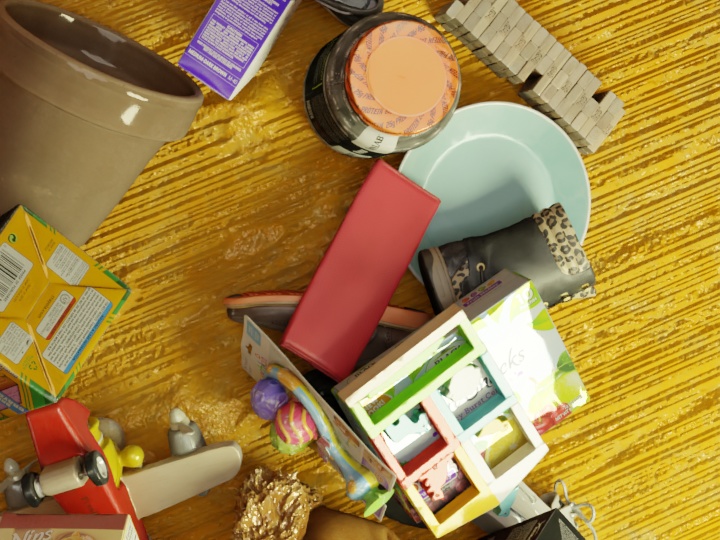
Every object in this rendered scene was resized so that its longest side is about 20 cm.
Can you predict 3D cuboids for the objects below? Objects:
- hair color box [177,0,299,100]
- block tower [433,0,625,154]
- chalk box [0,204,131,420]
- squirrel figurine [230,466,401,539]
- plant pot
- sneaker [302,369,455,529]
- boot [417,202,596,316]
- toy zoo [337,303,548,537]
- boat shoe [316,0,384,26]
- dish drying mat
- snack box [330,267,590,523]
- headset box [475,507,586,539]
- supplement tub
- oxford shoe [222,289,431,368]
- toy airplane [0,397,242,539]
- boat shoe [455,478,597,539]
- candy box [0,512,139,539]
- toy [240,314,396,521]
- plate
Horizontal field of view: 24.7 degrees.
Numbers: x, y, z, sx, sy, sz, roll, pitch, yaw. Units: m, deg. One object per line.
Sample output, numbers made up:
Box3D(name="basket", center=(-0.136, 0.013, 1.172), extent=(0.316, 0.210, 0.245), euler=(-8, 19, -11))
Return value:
Box3D(name="hair color box", center=(-0.078, -0.259, 1.461), extent=(0.065, 0.109, 0.200), euler=(35, 113, -4))
Box3D(name="block tower", center=(0.165, -0.198, 1.576), extent=(0.200, 0.054, 0.058), euler=(40, 84, -9))
Box3D(name="chalk box", center=(-0.311, 0.044, 1.421), extent=(0.124, 0.200, 0.125), euler=(39, 64, -18))
Box3D(name="squirrel figurine", center=(-0.061, 0.276, 1.467), extent=(0.141, 0.187, 0.200), euler=(-38, 84, 25))
Box3D(name="plant pot", center=(-0.262, -0.121, 1.449), extent=(0.199, 0.200, 0.175), euler=(25, 106, -10))
Box3D(name="sneaker", center=(0.015, 0.176, 1.538), extent=(0.200, 0.091, 0.076), euler=(40, 82, -10))
Box3D(name="boot", center=(0.153, 0.044, 1.554), extent=(0.150, 0.073, 0.201), euler=(-25, 104, -4))
Box3D(name="toy zoo", center=(0.082, 0.145, 1.447), extent=(0.131, 0.020, 0.201), euler=(-36, 115, -9))
Box3D(name="boat shoe", center=(-0.060, -0.299, 1.531), extent=(0.199, 0.057, 0.067), euler=(34, 85, -9))
Box3D(name="dish drying mat", center=(0.000, 0.000, 1.508), extent=(0.077, 0.018, 0.201), euler=(32, 71, -14))
Box3D(name="snack box", center=(0.092, 0.111, 1.483), extent=(0.199, 0.053, 0.143), euler=(-34, 114, -10))
Box3D(name="headset box", center=(0.153, 0.319, 1.525), extent=(0.149, 0.200, 0.077), euler=(48, 50, -8))
Box3D(name="supplement tub", center=(0.019, -0.165, 1.476), extent=(0.122, 0.200, 0.123), euler=(0, 92, -10))
Box3D(name="oxford shoe", center=(-0.033, 0.060, 1.537), extent=(0.199, 0.071, 0.073), euler=(9, 92, -11))
Box3D(name="toy airplane", center=(-0.228, 0.197, 1.485), extent=(0.199, 0.142, 0.200), euler=(16, 126, -19))
Box3D(name="boat shoe", center=(0.183, 0.241, 1.581), extent=(0.202, 0.075, 0.086), euler=(38, 68, -16))
Box3D(name="candy box", center=(-0.238, 0.290, 1.437), extent=(0.115, 0.201, 0.056), euler=(-1, 47, 10))
Box3D(name="toy", center=(-0.053, 0.143, 1.473), extent=(0.047, 0.115, 0.200), euler=(-40, 73, -23))
Box3D(name="plate", center=(0.123, -0.063, 1.576), extent=(0.199, 0.026, 0.202), euler=(-2, 101, -11))
